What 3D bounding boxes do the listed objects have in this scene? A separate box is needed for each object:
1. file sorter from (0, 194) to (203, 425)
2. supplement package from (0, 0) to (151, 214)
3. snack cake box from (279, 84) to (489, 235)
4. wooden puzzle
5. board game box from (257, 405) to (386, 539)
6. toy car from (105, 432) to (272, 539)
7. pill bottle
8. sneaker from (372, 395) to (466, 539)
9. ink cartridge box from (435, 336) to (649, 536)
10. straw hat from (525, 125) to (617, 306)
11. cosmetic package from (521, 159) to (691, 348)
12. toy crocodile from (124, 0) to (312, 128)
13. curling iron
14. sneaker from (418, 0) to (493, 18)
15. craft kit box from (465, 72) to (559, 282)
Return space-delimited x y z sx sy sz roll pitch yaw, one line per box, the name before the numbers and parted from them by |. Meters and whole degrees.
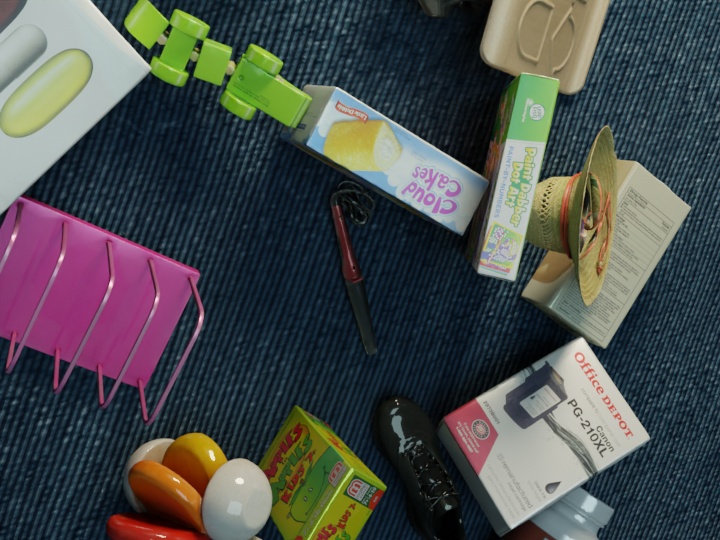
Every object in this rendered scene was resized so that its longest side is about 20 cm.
file sorter | -0.266 0.042 0.950 0.198 0.125 0.140 25 100 -23
supplement package | -0.329 -0.184 0.885 0.200 0.147 0.191 -45 111 -6
snack cake box | 0.024 -0.118 1.044 0.199 0.115 0.068 28 91 -21
wooden puzzle | 0.205 -0.302 1.086 0.199 0.046 0.187 3 106 -50
board game box | -0.050 0.223 1.031 0.047 0.200 0.102 32 88 -22
toy car | -0.183 0.273 0.990 0.149 0.173 0.203 -21 110 -51
pill bottle | 0.221 0.353 1.202 0.112 0.112 0.201 34 87 -22
sneaker | 0.078 0.237 1.141 0.075 0.091 0.202 -28 107 -11
ink cartridge box | 0.210 0.191 1.151 0.199 0.084 0.146 -29 74 -13
straw hat | 0.216 -0.059 1.060 0.084 0.201 0.204 8 90 24
cosmetic package | 0.293 -0.022 1.182 0.105 0.071 0.201 35 87 -21
toy crocodile | -0.142 -0.205 0.981 0.198 0.062 0.068 25 106 -12
curling iron | 0.000 0.000 1.099 0.049 0.026 0.203 -4 106 8
sneaker | 0.131 -0.338 1.070 0.200 0.071 0.099 -35 127 -22
craft kit box | 0.158 -0.099 1.053 0.048 0.198 0.203 12 95 -1
